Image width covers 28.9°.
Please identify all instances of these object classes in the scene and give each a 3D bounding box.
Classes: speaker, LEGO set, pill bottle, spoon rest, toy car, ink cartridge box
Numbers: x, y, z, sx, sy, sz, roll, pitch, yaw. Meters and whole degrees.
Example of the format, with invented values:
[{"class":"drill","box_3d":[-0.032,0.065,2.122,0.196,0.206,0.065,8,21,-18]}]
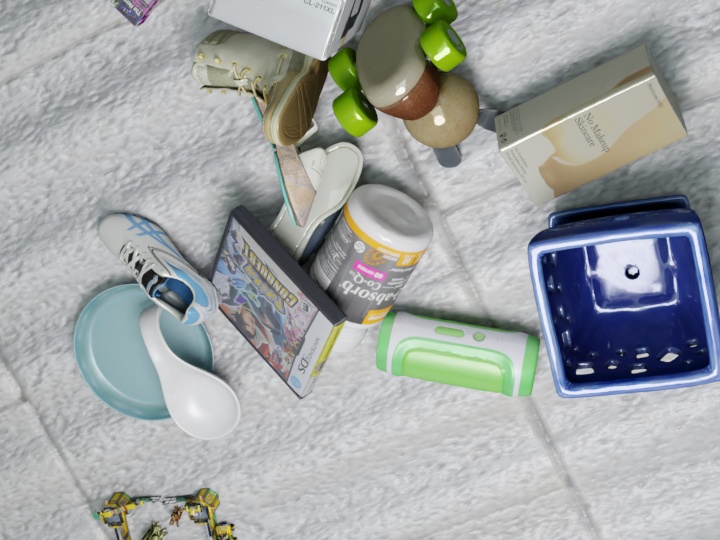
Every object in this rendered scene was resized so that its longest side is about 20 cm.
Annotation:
[{"class":"speaker","box_3d":[0.124,0.106,1.775,0.200,0.088,0.089,10,111,9]},{"class":"LEGO set","box_3d":[-0.282,0.388,1.945,0.200,0.116,0.154,3,110,11]},{"class":"pill bottle","box_3d":[0.000,0.000,1.741,0.116,0.116,0.200,30,123,1]},{"class":"spoon rest","box_3d":[-0.233,0.139,1.849,0.099,0.061,0.200,-27,101,20]},{"class":"toy car","box_3d":[0.088,-0.209,1.668,0.164,0.158,0.200,-34,128,24]},{"class":"ink cartridge box","box_3d":[-0.074,-0.319,1.603,0.145,0.200,0.083,22,112,4]}]

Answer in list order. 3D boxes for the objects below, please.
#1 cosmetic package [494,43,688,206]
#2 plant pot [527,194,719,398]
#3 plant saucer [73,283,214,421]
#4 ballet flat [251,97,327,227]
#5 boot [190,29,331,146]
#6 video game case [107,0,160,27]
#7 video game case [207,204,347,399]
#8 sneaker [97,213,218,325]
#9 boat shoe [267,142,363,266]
[{"class":"cosmetic package","box_3d":[0.268,-0.168,1.636,0.200,0.071,0.105,-26,126,20]},{"class":"plant pot","box_3d":[0.316,0.020,1.651,0.200,0.180,0.200,-9,107,14]},{"class":"plant saucer","box_3d":[-0.291,0.108,1.897,0.200,0.027,0.201,4,109,11]},{"class":"ballet flat","box_3d":[-0.079,-0.152,1.704,0.067,0.068,0.200,-19,75,3]},{"class":"boot","box_3d":[-0.129,-0.221,1.657,0.154,0.200,0.072,7,133,11]},{"class":"video game case","box_3d":[-0.290,-0.430,1.699,0.200,0.036,0.181,42,112,-4]},{"class":"video game case","box_3d":[-0.111,0.043,1.756,0.200,0.025,0.181,46,144,16]},{"class":"sneaker","box_3d":[-0.270,-0.005,1.817,0.200,0.072,0.072,40,114,14]},{"class":"boat shoe","box_3d":[-0.055,-0.074,1.759,0.075,0.062,0.200,34,105,16]}]
